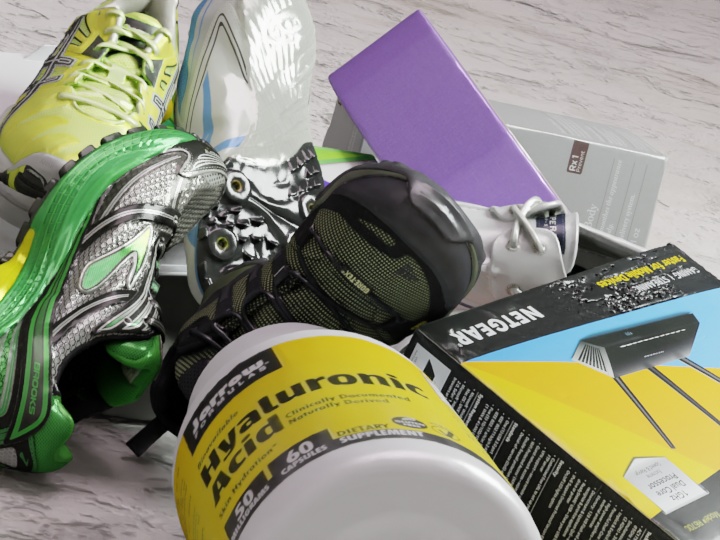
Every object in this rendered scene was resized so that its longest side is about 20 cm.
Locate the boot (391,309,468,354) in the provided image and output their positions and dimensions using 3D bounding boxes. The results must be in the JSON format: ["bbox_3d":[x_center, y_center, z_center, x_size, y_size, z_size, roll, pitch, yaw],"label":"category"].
[{"bbox_3d":[0.104,0.085,1.224,0.200,0.069,0.174,-18,44,-34],"label":"boot"}]

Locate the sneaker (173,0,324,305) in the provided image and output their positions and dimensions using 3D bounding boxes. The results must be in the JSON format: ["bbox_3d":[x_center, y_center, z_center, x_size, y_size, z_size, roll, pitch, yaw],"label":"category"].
[{"bbox_3d":[-0.060,-0.056,1.351,0.072,0.072,0.200,27,48,-29],"label":"sneaker"}]

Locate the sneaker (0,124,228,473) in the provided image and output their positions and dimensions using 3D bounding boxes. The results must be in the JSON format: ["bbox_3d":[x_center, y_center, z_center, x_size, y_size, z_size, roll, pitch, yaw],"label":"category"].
[{"bbox_3d":[-0.110,0.016,1.172,0.085,0.078,0.200,25,51,14],"label":"sneaker"}]

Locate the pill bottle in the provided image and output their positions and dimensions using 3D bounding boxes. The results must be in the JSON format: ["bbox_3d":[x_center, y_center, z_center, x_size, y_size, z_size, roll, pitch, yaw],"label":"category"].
[{"bbox_3d":[-0.009,0.086,0.999,0.111,0.111,0.200,11,12,-15],"label":"pill bottle"}]

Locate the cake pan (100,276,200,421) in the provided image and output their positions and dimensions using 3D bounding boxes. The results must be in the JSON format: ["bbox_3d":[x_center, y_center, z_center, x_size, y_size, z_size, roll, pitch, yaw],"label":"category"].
[{"bbox_3d":[-0.127,0.025,1.304,0.200,0.037,0.200,14,12,-3],"label":"cake pan"}]

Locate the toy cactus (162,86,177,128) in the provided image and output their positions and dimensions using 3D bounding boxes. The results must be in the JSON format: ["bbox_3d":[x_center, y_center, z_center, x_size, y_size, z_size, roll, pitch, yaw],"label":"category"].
[{"bbox_3d":[-0.145,-0.066,1.625,0.165,0.102,0.200,-6,17,-4],"label":"toy cactus"}]

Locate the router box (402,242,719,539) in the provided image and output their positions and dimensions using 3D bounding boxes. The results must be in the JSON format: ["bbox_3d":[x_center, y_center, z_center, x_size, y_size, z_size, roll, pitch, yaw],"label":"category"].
[{"bbox_3d":[0.124,0.065,1.152,0.149,0.051,0.200,39,31,24],"label":"router box"}]

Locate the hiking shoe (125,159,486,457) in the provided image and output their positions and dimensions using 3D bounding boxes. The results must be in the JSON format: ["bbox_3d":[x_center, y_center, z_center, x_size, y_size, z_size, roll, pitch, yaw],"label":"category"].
[{"bbox_3d":[-0.023,0.027,1.132,0.076,0.200,0.101,42,54,-8],"label":"hiking shoe"}]

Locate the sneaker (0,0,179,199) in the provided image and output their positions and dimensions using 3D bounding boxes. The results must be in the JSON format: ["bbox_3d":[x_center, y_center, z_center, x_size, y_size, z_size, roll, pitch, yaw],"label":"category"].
[{"bbox_3d":[-0.127,-0.085,1.307,0.075,0.076,0.200,22,22,-10],"label":"sneaker"}]

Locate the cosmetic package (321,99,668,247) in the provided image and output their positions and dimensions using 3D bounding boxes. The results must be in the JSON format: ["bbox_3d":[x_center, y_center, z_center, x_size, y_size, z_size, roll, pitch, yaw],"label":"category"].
[{"bbox_3d":[0.077,-0.051,1.720,0.200,0.107,0.090,8,14,-18],"label":"cosmetic package"}]

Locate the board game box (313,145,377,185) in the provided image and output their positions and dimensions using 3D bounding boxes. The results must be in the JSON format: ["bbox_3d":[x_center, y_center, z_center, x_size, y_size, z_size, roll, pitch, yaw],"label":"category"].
[{"bbox_3d":[0.000,0.000,1.388,0.095,0.030,0.200,7,38,-41],"label":"board game box"}]

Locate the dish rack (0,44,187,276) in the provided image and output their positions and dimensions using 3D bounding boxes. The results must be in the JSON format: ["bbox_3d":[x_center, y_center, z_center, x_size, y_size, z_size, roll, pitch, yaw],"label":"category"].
[{"bbox_3d":[-0.159,-0.064,1.391,0.172,0.044,0.200,2,30,-46],"label":"dish rack"}]

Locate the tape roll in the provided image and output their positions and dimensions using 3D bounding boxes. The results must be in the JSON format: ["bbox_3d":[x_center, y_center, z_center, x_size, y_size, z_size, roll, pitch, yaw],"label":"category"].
[{"bbox_3d":[0.066,-0.044,1.512,0.200,0.066,0.200,53,4,-5],"label":"tape roll"}]

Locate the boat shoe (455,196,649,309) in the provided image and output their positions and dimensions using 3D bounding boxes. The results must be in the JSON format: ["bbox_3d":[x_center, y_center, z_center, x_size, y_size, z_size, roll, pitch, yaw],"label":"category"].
[{"bbox_3d":[0.088,-0.007,1.376,0.200,0.065,0.074,17,42,-16],"label":"boat shoe"}]
